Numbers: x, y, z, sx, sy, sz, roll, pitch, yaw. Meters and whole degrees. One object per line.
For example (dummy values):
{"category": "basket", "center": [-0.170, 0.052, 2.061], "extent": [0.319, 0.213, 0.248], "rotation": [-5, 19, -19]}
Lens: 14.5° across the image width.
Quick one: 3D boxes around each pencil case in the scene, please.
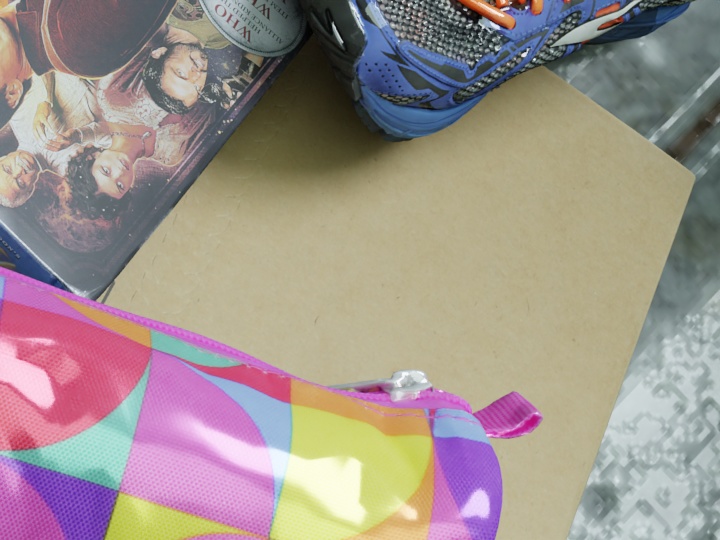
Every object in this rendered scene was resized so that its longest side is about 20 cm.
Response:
{"category": "pencil case", "center": [-0.064, 0.043, 0.638], "extent": [0.199, 0.088, 0.089], "rotation": [15, 77, -15]}

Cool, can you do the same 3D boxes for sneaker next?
{"category": "sneaker", "center": [0.053, -0.094, 0.768], "extent": [0.200, 0.078, 0.076], "rotation": [-29, 91, -48]}

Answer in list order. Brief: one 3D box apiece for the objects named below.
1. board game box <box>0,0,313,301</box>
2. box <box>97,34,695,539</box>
{"category": "board game box", "center": [-0.112, -0.094, 0.697], "extent": [0.200, 0.035, 0.136], "rotation": [45, 47, -11]}
{"category": "box", "center": [0.000, 0.000, 0.766], "extent": [0.163, 0.021, 0.200], "rotation": [34, 48, -10]}
